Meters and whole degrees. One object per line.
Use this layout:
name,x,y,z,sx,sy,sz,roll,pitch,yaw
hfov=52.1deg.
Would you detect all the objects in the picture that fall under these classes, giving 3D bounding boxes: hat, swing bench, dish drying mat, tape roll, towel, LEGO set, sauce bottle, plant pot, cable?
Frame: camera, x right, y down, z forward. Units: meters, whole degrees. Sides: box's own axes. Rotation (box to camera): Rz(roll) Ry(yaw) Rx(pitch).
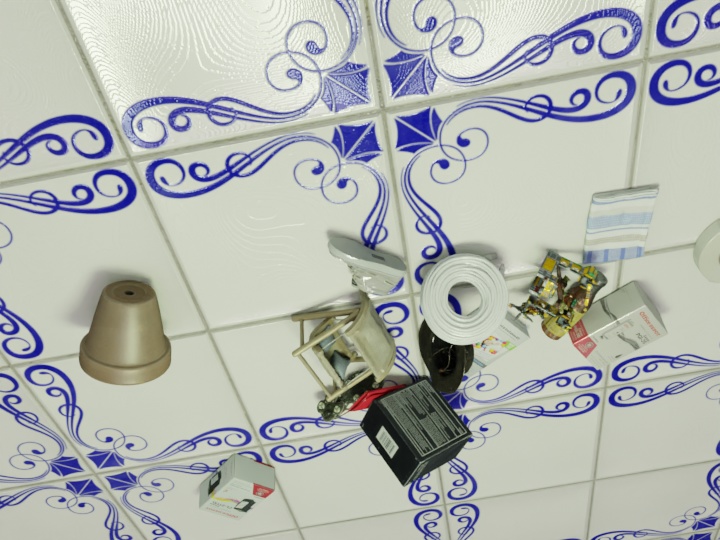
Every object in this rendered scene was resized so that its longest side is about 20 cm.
hat,0.219,0.186,1.742,0.080,0.202,0.202,-5,136,-25
swing bench,-0.033,0.177,1.736,0.198,0.131,0.200,-21,132,12
dish drying mat,0.049,0.328,1.886,0.077,0.018,0.199,-46,156,22
tape roll,0.867,-0.053,1.688,0.199,0.037,0.205,-4,133,-4
towel,0.570,-0.095,1.623,0.144,0.024,0.202,-6,134,0
LEGO set,0.437,0.064,1.659,0.153,0.116,0.201,34,134,8
sauce bottle,0.511,0.083,1.754,0.065,0.067,0.201,17,131,-22
plant pot,-0.507,0.124,1.609,0.197,0.201,0.177,7,115,-13
cable,0.231,0.063,1.629,0.197,0.203,0.069,-3,177,1

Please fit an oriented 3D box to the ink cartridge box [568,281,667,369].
ink cartridge box,0.626,0.138,1.807,0.199,0.083,0.146,-33,128,23

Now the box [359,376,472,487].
box,0.141,0.407,1.875,0.197,0.201,0.124,-16,145,-38

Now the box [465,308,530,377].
box,0.297,0.173,1.832,0.199,0.041,0.155,-38,126,25

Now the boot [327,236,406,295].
boot,0.000,0.000,1.608,0.198,0.074,0.096,20,121,-25

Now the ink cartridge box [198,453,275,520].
ink cartridge box,-0.363,0.641,2.166,0.145,0.083,0.200,27,125,-29

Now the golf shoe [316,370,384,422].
golf shoe,-0.021,0.324,1.929,0.198,0.078,0.088,-31,161,11
